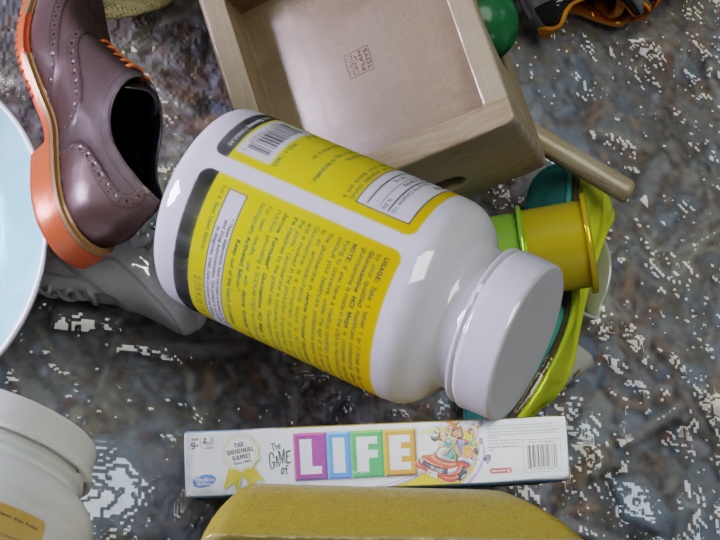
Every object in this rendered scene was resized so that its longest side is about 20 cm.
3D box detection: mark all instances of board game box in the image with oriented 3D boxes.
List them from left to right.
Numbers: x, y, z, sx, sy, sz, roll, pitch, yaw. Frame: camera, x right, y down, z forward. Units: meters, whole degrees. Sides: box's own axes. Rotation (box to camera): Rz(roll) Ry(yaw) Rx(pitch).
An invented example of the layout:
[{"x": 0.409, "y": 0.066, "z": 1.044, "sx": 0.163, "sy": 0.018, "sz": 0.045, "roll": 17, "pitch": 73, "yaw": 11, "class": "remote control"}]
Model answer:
[{"x": 0.005, "y": 0.103, "z": 0.992, "sx": 0.197, "sy": 0.134, "sz": 0.035, "roll": -2, "pitch": 82, "yaw": -4, "class": "board game box"}]

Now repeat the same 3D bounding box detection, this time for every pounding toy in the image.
[{"x": 0.036, "y": -0.107, "z": 1.099, "sx": 0.198, "sy": 0.142, "sz": 0.186, "roll": -21, "pitch": 73, "yaw": 11, "class": "pounding toy"}]

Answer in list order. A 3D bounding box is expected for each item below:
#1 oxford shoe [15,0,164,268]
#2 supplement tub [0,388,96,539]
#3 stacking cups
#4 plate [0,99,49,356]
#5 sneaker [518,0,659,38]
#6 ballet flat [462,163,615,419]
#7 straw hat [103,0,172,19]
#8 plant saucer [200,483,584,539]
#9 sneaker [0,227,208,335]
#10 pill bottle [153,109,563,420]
[{"x": -0.142, "y": -0.098, "z": 1.008, "sx": 0.071, "sy": 0.072, "sz": 0.202, "roll": 33, "pitch": 37, "yaw": -51, "class": "oxford shoe"}, {"x": -0.217, "y": 0.168, "z": 0.915, "sx": 0.143, "sy": 0.145, "sz": 0.202, "roll": 18, "pitch": 64, "yaw": -9, "class": "supplement tub"}, {"x": 0.041, "y": 0.002, "z": 1.084, "sx": 0.198, "sy": 0.061, "sz": 0.061, "roll": -11, "pitch": 70, "yaw": 7, "class": "stacking cups"}, {"x": -0.263, "y": -0.018, "z": 1.010, "sx": 0.198, "sy": 0.026, "sz": 0.203, "roll": -1, "pitch": 81, "yaw": 10, "class": "plate"}, {"x": 0.187, "y": -0.207, "z": 1.241, "sx": 0.198, "sy": 0.078, "sz": 0.078, "roll": -11, "pitch": 85, "yaw": -17, "class": "sneaker"}, {"x": 0.121, "y": 0.028, "z": 1.129, "sx": 0.067, "sy": 0.066, "sz": 0.202, "roll": 37, "pitch": 57, "yaw": -33, "class": "ballet flat"}, {"x": -0.156, "y": -0.200, "z": 1.113, "sx": 0.199, "sy": 0.201, "sz": 0.086, "roll": 3, "pitch": 106, "yaw": -16, "class": "straw hat"}, {"x": -0.006, "y": 0.168, "z": 0.958, "sx": 0.198, "sy": 0.201, "sz": 0.049, "roll": 3, "pitch": 54, "yaw": -16, "class": "plant saucer"}, {"x": -0.179, "y": -0.011, "z": 1.048, "sx": 0.199, "sy": 0.075, "sz": 0.081, "roll": 31, "pitch": 72, "yaw": 4, "class": "sneaker"}, {"x": 0.000, "y": 0.000, "z": 0.952, "sx": 0.199, "sy": 0.113, "sz": 0.113, "roll": 24, "pitch": 61, "yaw": 21, "class": "pill bottle"}]
